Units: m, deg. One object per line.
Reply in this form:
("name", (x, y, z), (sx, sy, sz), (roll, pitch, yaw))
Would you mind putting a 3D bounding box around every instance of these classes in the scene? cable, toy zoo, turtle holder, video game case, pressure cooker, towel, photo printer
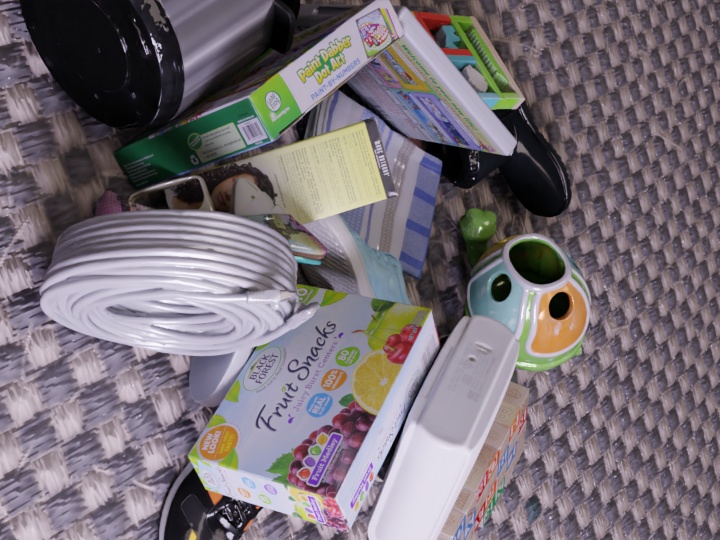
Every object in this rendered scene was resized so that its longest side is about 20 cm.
("cable", (-0.147, 0.012, 0.812), (0.198, 0.200, 0.070), (11, 69, -20))
("toy zoo", (0.088, -0.238, 1.168), (0.199, 0.020, 0.132), (-7, 61, -41))
("turtle holder", (0.187, 0.015, 1.168), (0.132, 0.139, 0.187), (89, -1, -52))
("video game case", (0.040, -0.191, 1.025), (0.200, 0.181, 0.022), (42, 76, -37))
("pressure cooker", (-0.158, -0.233, 0.855), (0.200, 0.178, 0.177), (-43, 114, -36))
("towel", (0.013, -0.093, 1.087), (0.199, 0.024, 0.148), (30, 64, -40))
("photo printer", (0.072, 0.162, 0.946), (0.069, 0.201, 0.167), (25, 42, 9))

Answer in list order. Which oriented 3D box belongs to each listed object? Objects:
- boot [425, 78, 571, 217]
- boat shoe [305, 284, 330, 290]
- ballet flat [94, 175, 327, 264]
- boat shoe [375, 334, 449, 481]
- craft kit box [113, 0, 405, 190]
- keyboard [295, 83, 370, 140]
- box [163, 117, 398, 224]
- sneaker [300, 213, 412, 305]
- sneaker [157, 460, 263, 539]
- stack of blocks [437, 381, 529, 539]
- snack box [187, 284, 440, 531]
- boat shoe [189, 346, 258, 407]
("boot", (0.160, -0.128, 1.228), (0.168, 0.076, 0.202), (-37, 103, -46))
("boat shoe", (-0.030, 0.113, 1.001), (0.074, 0.073, 0.203), (4, 81, -45))
("ballet flat", (-0.126, -0.044, 0.866), (0.197, 0.069, 0.072), (2, 88, -1))
("boat shoe", (0.079, 0.146, 1.117), (0.074, 0.063, 0.202), (55, 48, -21))
("craft kit box", (-0.088, -0.154, 0.896), (0.197, 0.199, 0.049), (-43, 112, -41))
("keyboard", (-0.022, -0.142, 1.090), (0.127, 0.020, 0.202), (-30, 104, -44))
("box", (-0.071, -0.073, 0.923), (0.198, 0.050, 0.076), (-19, 97, -4))
("sneaker", (0.000, 0.000, 1.053), (0.082, 0.073, 0.201), (-54, 132, -35))
("sneaker", (-0.102, 0.182, 0.904), (0.070, 0.089, 0.201), (48, 53, -28))
("stack of blocks", (0.114, 0.223, 1.104), (0.201, 0.058, 0.116), (-54, 153, -36))
("snack box", (-0.034, 0.108, 0.877), (0.201, 0.141, 0.053), (-59, 145, -37))
("boat shoe", (-0.098, 0.040, 0.955), (0.066, 0.070, 0.202), (36, 52, -34))
